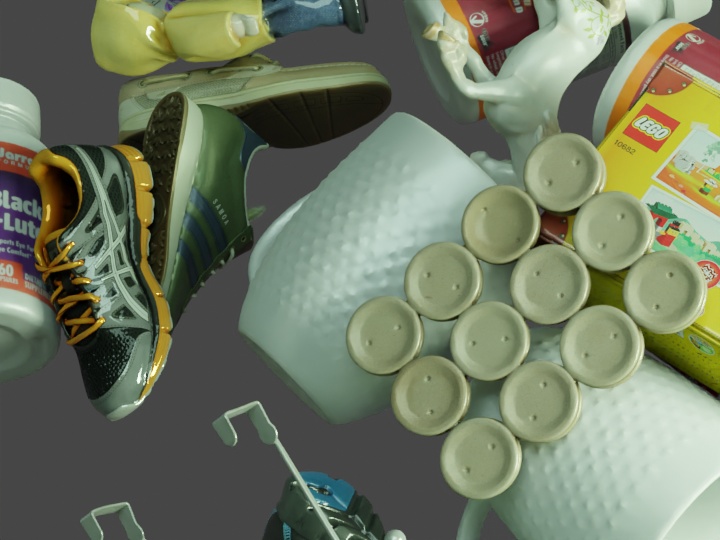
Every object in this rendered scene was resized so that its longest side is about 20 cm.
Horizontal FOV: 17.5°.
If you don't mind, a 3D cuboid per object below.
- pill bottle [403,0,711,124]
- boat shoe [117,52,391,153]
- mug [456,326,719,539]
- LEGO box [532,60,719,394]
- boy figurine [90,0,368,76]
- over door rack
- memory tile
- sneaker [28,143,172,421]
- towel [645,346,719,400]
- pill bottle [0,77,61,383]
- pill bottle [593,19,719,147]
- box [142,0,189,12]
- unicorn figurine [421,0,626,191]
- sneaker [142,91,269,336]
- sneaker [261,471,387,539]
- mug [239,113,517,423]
[{"bbox_3d":[0.141,-0.189,1.669,0.200,0.110,0.110,-23,59,-6],"label":"pill bottle"},{"bbox_3d":[-0.078,-0.127,1.685,0.200,0.072,0.065,-11,59,7],"label":"boat shoe"},{"bbox_3d":[0.137,0.141,1.462,0.175,0.148,0.200,39,101,30],"label":"mug"},{"bbox_3d":[0.228,-0.014,1.448,0.200,0.077,0.149,33,72,24],"label":"LEGO box"},{"bbox_3d":[-0.095,-0.184,1.680,0.200,0.064,0.124,-7,17,9],"label":"boy figurine"},{"bbox_3d":[-0.051,0.184,1.418,0.200,0.148,0.067,51,34,-1],"label":"over door rack"},{"bbox_3d":[0.098,0.026,1.414,0.200,0.017,0.153,-43,67,7],"label":"memory tile"},{"bbox_3d":[-0.180,0.005,1.559,0.078,0.077,0.200,-31,59,38],"label":"sneaker"},{"bbox_3d":[0.254,0.053,1.510,0.200,0.022,0.145,35,30,24],"label":"towel"},{"bbox_3d":[-0.264,-0.032,1.625,0.111,0.111,0.200,-7,59,3],"label":"pill bottle"},{"bbox_3d":[0.266,-0.080,1.577,0.200,0.110,0.110,32,68,24],"label":"pill bottle"},{"bbox_3d":[-0.186,-0.240,1.785,0.041,0.039,0.200,-37,61,-14],"label":"box"},{"bbox_3d":[0.108,-0.133,1.579,0.137,0.074,0.200,42,95,-17],"label":"unicorn figurine"},{"bbox_3d":[-0.113,-0.017,1.621,0.067,0.090,0.200,3,79,54],"label":"sneaker"},{"bbox_3d":[0.015,0.214,1.467,0.200,0.073,0.082,42,115,29],"label":"sneaker"},{"bbox_3d":[0.000,0.000,1.556,0.175,0.148,0.200,-45,36,-8],"label":"mug"}]
